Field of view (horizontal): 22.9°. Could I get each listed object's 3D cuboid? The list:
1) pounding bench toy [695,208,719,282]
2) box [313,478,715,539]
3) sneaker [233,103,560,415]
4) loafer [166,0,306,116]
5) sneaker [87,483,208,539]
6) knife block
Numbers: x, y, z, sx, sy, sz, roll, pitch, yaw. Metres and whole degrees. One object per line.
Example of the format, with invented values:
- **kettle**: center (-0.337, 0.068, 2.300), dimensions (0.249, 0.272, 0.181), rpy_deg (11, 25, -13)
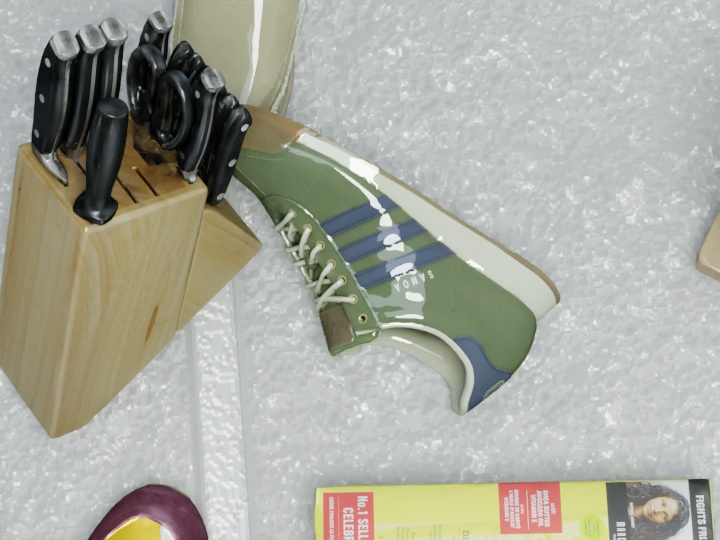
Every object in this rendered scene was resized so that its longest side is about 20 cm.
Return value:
- **pounding bench toy**: center (0.275, -0.076, 0.900), dimensions (0.124, 0.156, 0.201), rpy_deg (27, 76, 9)
- **box**: center (0.077, 0.144, 0.894), dimensions (0.199, 0.050, 0.076), rpy_deg (0, 74, 1)
- **sneaker**: center (0.000, 0.000, 0.917), dimensions (0.200, 0.067, 0.090), rpy_deg (31, 77, -5)
- **loafer**: center (-0.066, -0.153, 0.974), dimensions (0.075, 0.068, 0.201), rpy_deg (9, 74, 4)
- **sneaker**: center (-0.129, 0.196, 0.861), dimensions (0.075, 0.090, 0.201), rpy_deg (19, 75, 6)
- **knife block**: center (-0.133, -0.024, 0.853), dimensions (0.200, 0.175, 0.064), rpy_deg (-44, 61, 6)
